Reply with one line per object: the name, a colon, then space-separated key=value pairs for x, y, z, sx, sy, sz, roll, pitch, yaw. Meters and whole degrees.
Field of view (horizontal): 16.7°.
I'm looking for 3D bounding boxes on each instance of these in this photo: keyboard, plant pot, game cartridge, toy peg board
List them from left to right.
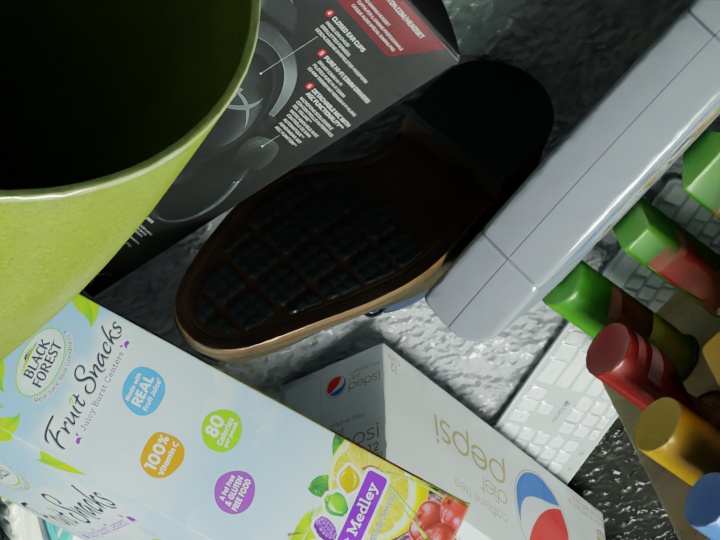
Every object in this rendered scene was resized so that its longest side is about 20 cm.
plant pot: x=-0.149 y=-0.043 z=0.794 sx=0.186 sy=0.188 sz=0.200 roll=3 pitch=145 yaw=-21
keyboard: x=0.120 y=0.034 z=1.164 sx=0.056 sy=0.011 sz=0.201 roll=11 pitch=129 yaw=-28
game cartridge: x=0.111 y=-0.054 z=0.981 sx=0.042 sy=0.133 sz=0.200 roll=43 pitch=108 yaw=1
toy peg board: x=0.177 y=0.021 z=1.022 sx=0.098 sy=0.200 sz=0.200 roll=33 pitch=111 yaw=-32

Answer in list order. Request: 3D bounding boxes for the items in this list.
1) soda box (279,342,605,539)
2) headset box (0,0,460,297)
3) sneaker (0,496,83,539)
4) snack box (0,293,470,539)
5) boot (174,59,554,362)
soda box: x=0.044 y=0.115 z=1.173 sx=0.063 sy=0.069 sz=0.200 roll=-23 pitch=139 yaw=27
headset box: x=-0.071 y=-0.101 z=0.916 sx=0.199 sy=0.078 sz=0.149 roll=-33 pitch=135 yaw=15
sneaker: x=-0.127 y=0.137 z=1.146 sx=0.079 sy=0.078 sz=0.201 roll=-17 pitch=138 yaw=-14
snack box: x=-0.077 y=0.083 z=1.000 sx=0.199 sy=0.068 sz=0.169 roll=30 pitch=163 yaw=-9
boot: x=0.000 y=0.000 z=1.001 sx=0.200 sy=0.075 sz=0.097 roll=-34 pitch=156 yaw=-32
